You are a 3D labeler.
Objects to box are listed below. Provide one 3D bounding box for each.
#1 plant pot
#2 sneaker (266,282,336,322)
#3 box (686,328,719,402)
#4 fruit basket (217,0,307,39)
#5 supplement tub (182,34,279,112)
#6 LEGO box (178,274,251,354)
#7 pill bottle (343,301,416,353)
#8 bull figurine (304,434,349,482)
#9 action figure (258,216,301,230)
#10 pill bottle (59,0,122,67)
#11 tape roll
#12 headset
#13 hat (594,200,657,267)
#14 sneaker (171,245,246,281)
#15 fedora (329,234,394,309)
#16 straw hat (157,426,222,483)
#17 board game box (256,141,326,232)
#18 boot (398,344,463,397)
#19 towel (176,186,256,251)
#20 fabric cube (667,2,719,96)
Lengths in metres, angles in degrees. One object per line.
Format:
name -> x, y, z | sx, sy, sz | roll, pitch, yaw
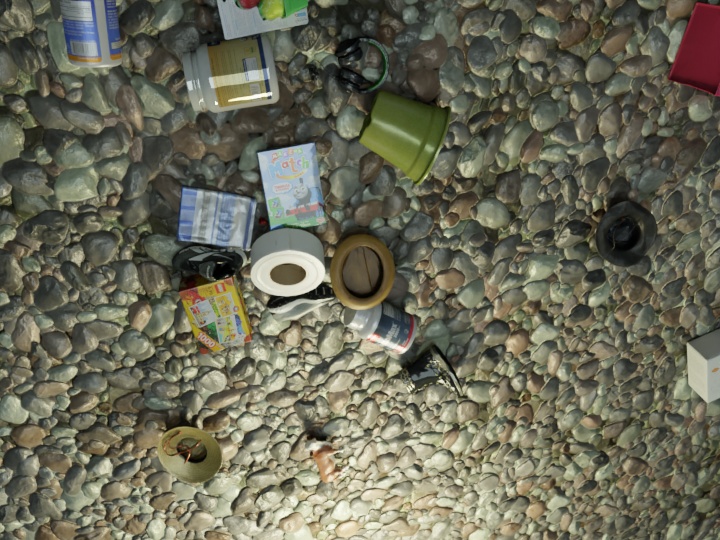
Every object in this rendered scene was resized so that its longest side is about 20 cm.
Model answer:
plant pot -> 0.097, -0.338, 1.459 | 0.179, 0.202, 0.205 | 21, 112, -10
sneaker -> -0.160, 0.091, 1.680 | 0.193, 0.075, 0.081 | -14, 129, 2
box -> 1.236, 0.328, 2.089 | 0.148, 0.107, 0.205 | -21, 120, -1
fruit basket -> -0.216, -0.610, 1.282 | 0.193, 0.094, 0.191 | -15, 119, -10
supplement tub -> -0.285, -0.433, 1.334 | 0.193, 0.145, 0.149 | -11, 119, -7
LEGO box -> -0.389, 0.107, 1.625 | 0.144, 0.078, 0.206 | -15, 119, -4
pill bottle -> 0.053, 0.150, 1.724 | 0.195, 0.120, 0.122 | 24, 110, -22
bull figurine -> -0.105, 0.601, 1.947 | 0.117, 0.066, 0.205 | -15, 120, -1
action figure -> -0.177, -0.087, 1.594 | 0.198, 0.052, 0.066 | 36, 100, -28
pill bottle -> -0.559, -0.534, 1.240 | 0.108, 0.113, 0.207 | -2, 117, -11
tape roll -> -0.189, -0.019, 1.563 | 0.195, 0.073, 0.205 | -5, 145, -3
headset -> -0.025, -0.473, 1.402 | 0.192, 0.095, 0.127 | -7, 118, -9
hat -> 0.765, -0.116, 1.774 | 0.193, 0.081, 0.208 | -3, 110, -7
sneaker -> -0.394, -0.015, 1.544 | 0.192, 0.091, 0.068 | 0, 121, 0
fedora -> 0.000, 0.000, 1.645 | 0.193, 0.082, 0.209 | -2, 101, -12
straw hat -> -0.503, 0.529, 1.811 | 0.193, 0.085, 0.208 | -1, 108, -2
board game box -> -0.172, -0.208, 1.514 | 0.146, 0.037, 0.207 | -12, 107, -11
boot -> 0.223, 0.345, 1.891 | 0.151, 0.074, 0.206 | -32, 115, 8
towel -> -0.367, -0.130, 1.541 | 0.193, 0.024, 0.151 | 8, 114, -16
fabric cube -> 0.954, -0.549, 1.525 | 0.192, 0.202, 0.202 | 6, 117, -15
